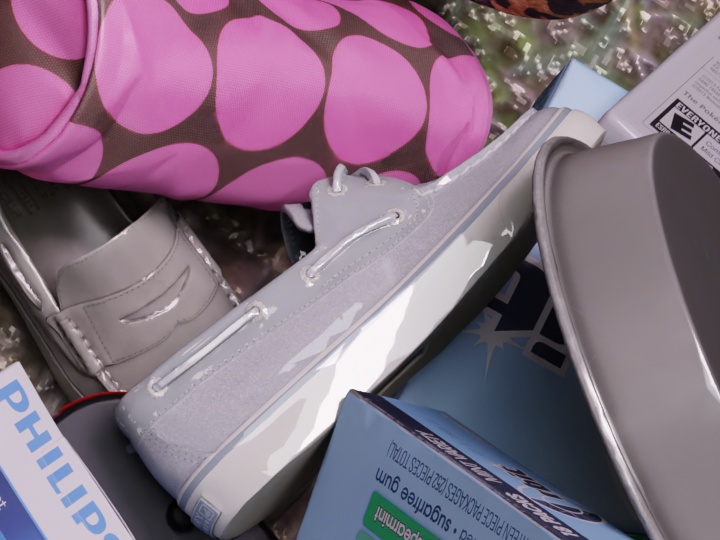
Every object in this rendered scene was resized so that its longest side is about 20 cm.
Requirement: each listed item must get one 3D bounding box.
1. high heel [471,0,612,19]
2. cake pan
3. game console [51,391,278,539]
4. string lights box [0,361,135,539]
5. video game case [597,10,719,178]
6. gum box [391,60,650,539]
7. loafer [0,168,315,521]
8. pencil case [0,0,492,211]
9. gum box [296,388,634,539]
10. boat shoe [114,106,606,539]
[{"bbox_3d":[-0.001,-0.120,0.996,0.142,0.200,0.072,-15,120,-22],"label":"high heel"},{"bbox_3d":[0.118,0.041,0.896,0.037,0.200,0.201,-25,79,18],"label":"cake pan"},{"bbox_3d":[-0.100,0.159,0.937,0.200,0.031,0.177,-38,89,-11],"label":"game console"},{"bbox_3d":[-0.152,0.119,0.837,0.103,0.059,0.200,56,42,-1],"label":"string lights box"},{"bbox_3d":[0.203,-0.026,1.039,0.200,0.022,0.182,41,43,9],"label":"video game case"},{"bbox_3d":[0.103,0.050,1.017,0.169,0.045,0.201,31,66,-3],"label":"gum box"},{"bbox_3d":[-0.087,0.005,0.984,0.070,0.070,0.200,-42,87,-21],"label":"loafer"},{"bbox_3d":[-0.049,-0.071,0.972,0.199,0.091,0.094,10,24,-46],"label":"pencil case"},{"bbox_3d":[0.018,0.159,0.847,0.044,0.170,0.201,15,98,-32],"label":"gum box"},{"bbox_3d":[0.000,0.001,0.942,0.071,0.070,0.201,43,69,9],"label":"boat shoe"}]
